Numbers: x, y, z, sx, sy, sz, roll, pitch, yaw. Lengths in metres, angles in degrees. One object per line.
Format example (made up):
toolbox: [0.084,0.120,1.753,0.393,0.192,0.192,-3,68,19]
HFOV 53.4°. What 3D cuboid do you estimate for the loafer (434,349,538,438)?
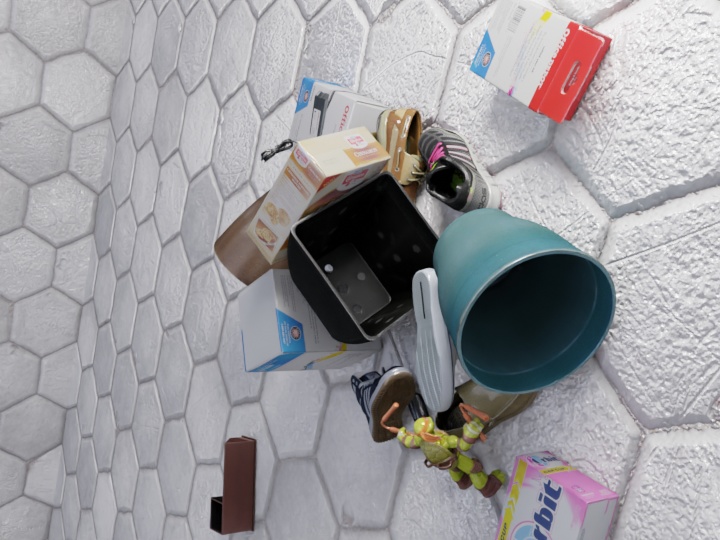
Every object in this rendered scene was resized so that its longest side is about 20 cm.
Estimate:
loafer: [0.174,0.178,0.992,0.200,0.067,0.076,-57,45,34]

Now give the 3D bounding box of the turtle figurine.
turtle figurine: [0.125,0.247,0.976,0.200,0.161,0.065,-20,33,46]

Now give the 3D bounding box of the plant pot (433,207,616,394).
plant pot: [0.184,0.018,0.905,0.188,0.199,0.201,-115,43,-56]

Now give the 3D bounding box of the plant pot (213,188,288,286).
plant pot: [-0.157,-0.080,1.413,0.200,0.186,0.187,-53,45,17]

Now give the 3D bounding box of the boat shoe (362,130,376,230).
boat shoe: [0.005,-0.141,1.203,0.062,0.072,0.201,-3,119,18]

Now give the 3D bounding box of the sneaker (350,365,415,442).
sneaker: [0.032,0.185,1.149,0.201,0.070,0.109,98,156,-50]

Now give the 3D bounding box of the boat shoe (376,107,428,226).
boat shoe: [0.071,-0.170,1.170,0.074,0.076,0.201,-5,88,34]

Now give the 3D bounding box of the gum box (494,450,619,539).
gum box: [0.232,0.345,0.893,0.113,0.066,0.201,25,107,52]

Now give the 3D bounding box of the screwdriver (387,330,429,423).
screwdriver: [0.073,0.166,1.165,0.029,0.028,0.201,100,154,-63]

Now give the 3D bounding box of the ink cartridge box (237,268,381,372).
ink cartridge box: [-0.091,0.091,1.259,0.144,0.199,0.148,-32,61,50]

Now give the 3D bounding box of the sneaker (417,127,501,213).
sneaker: [0.130,-0.154,1.073,0.074,0.087,0.200,-59,43,32]

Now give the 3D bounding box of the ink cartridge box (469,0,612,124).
ink cartridge box: [0.244,-0.277,0.944,0.200,0.067,0.117,51,127,44]

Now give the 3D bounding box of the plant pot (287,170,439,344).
plant pot: [0.000,0.000,1.123,0.200,0.200,0.177,54,153,5]

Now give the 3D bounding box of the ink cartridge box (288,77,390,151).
ink cartridge box: [-0.045,-0.263,1.332,0.200,0.084,0.145,38,117,49]

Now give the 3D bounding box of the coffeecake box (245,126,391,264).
coffeecake box: [-0.066,-0.116,1.105,0.073,0.153,0.200,50,132,14]

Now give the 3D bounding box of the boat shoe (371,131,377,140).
boat shoe: [0.005,-0.148,1.265,0.063,0.073,0.202,-131,45,-60]

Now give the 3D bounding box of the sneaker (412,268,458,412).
sneaker: [0.121,0.096,1.009,0.073,0.070,0.201,-14,77,62]

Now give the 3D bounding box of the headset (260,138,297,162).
headset: [-0.098,-0.141,1.284,0.201,0.094,0.124,63,173,4]

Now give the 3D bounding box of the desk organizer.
desk organizer: [-0.283,0.474,1.589,0.072,0.077,0.201,-6,81,54]
